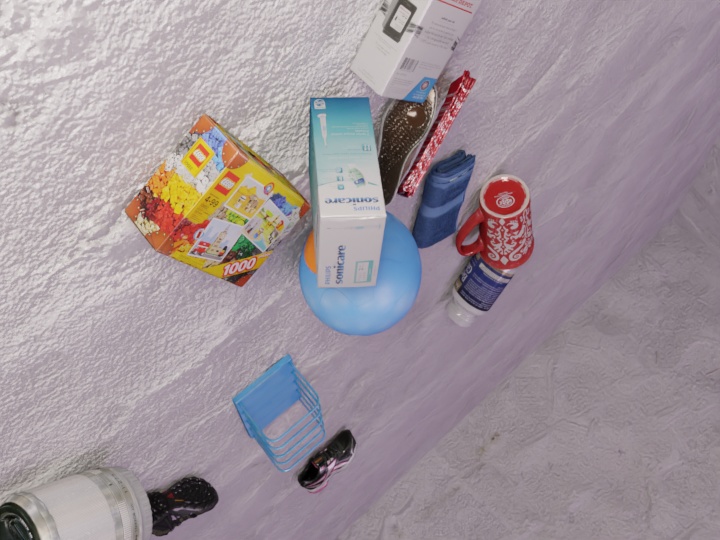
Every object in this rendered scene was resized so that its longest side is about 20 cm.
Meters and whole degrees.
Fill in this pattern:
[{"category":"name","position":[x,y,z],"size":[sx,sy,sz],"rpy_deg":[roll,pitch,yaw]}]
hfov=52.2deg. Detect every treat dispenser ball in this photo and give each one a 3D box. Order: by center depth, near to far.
[{"category":"treat dispenser ball","position":[0.000,0.000,1.161],"size":[0.199,0.201,0.203],"rpy_deg":[-36,155,-20]}]

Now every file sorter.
[{"category":"file sorter","position":[-0.151,0.292,1.462],"size":[0.138,0.123,0.202],"rpy_deg":[-37,154,-19]}]

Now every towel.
[{"category":"towel","position":[0.112,-0.207,1.136],"size":[0.203,0.022,0.145],"rpy_deg":[-62,-175,5]},{"category":"towel","position":[0.157,-0.130,1.412],"size":[0.110,0.049,0.202],"rpy_deg":[-31,152,-30]}]

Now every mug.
[{"category":"mug","position":[0.305,-0.094,1.617],"size":[0.177,0.133,0.201],"rpy_deg":[-42,153,-12]}]

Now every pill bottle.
[{"category":"pill bottle","position":[0.294,0.039,1.822],"size":[0.110,0.111,0.202],"rpy_deg":[-8,136,-54]}]

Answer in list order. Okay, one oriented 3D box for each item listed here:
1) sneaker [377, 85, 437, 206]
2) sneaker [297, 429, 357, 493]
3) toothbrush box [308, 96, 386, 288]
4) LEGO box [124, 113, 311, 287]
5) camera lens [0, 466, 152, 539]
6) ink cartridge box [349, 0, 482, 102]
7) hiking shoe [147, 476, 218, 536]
[{"category":"sneaker","position":[0.058,-0.204,1.137],"size":[0.085,0.071,0.204],"rpy_deg":[-77,-167,-70]},{"category":"sneaker","position":[-0.090,0.512,1.964],"size":[0.202,0.080,0.086],"rpy_deg":[-52,146,-1]},{"category":"toothbrush box","position":[-0.023,-0.102,0.960],"size":[0.083,0.204,0.148],"rpy_deg":[-1,144,-6]},{"category":"LEGO box","position":[-0.169,-0.078,0.914],"size":[0.149,0.077,0.199],"rpy_deg":[-48,156,5]},{"category":"camera lens","position":[-0.434,0.394,1.102],"size":[0.198,0.160,0.162],"rpy_deg":[-6,135,-55]},{"category":"ink cartridge box","position":[0.083,-0.328,0.958],"size":[0.115,0.067,0.202],"rpy_deg":[-9,137,-53]},{"category":"hiking shoe","position":[-0.373,0.471,1.448],"size":[0.197,0.077,0.101],"rpy_deg":[3,136,-49]}]
